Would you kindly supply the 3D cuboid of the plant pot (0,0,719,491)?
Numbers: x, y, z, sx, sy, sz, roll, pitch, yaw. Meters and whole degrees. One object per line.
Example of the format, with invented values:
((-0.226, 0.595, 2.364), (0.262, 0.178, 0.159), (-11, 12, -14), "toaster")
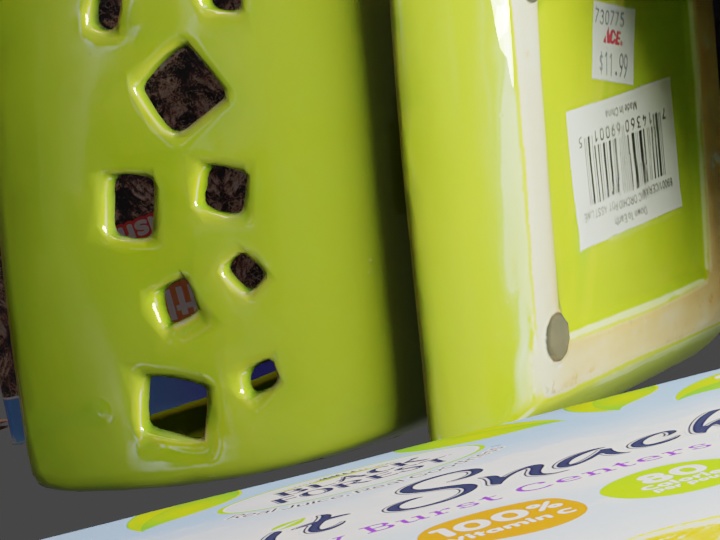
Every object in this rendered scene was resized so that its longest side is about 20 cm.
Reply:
((0.011, -0.038, 0.967), (0.180, 0.200, 0.200), (0, 10, 32), "plant pot")

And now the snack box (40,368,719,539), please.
((0.018, 0.071, 0.469), (0.199, 0.068, 0.169), (-12, 6, -14), "snack box")

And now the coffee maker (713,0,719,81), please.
((0.244, -0.084, 1.219), (0.191, 0.136, 0.199), (-5, 9, 40), "coffee maker")

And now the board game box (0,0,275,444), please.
((-0.077, -0.050, 1.165), (0.158, 0.201, 0.097), (-12, 7, 1), "board game box")
